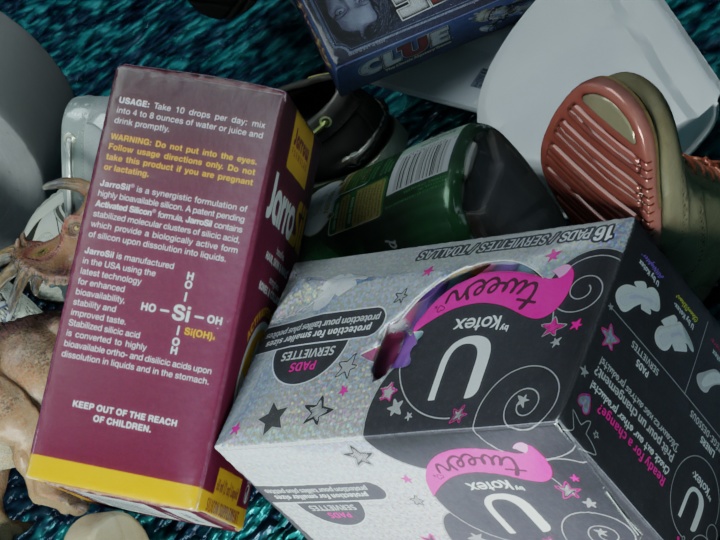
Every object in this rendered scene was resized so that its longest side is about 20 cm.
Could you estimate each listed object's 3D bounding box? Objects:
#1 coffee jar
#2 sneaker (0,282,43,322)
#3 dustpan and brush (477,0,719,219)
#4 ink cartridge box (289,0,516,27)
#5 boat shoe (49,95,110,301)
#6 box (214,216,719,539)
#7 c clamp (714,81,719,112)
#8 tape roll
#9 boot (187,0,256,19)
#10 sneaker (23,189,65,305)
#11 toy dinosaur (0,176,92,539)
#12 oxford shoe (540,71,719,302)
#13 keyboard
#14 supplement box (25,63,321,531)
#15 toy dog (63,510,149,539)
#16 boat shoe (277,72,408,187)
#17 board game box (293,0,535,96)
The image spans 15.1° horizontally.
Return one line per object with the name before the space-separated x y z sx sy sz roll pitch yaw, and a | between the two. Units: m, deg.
coffee jar | 0.000 0.000 1.387 0.200 0.104 0.085 -17 38 34
sneaker | -0.247 0.012 1.597 0.200 0.085 0.077 33 67 28
dustpan and brush | 0.089 -0.064 1.414 0.200 0.057 0.140 -35 50 8
ink cartridge box | 0.050 -0.195 1.589 0.200 0.068 0.115 10 60 50
boat shoe | -0.129 -0.008 1.452 0.071 0.201 0.070 15 37 18
box | 0.057 0.067 1.222 0.200 0.132 0.115 -8 47 40
c clamp | 0.230 -0.072 1.301 0.171 0.027 0.200 -37 34 9
tape roll | -0.279 -0.095 1.697 0.200 0.200 0.066 -14 42 36
boot | -0.043 -0.242 1.625 0.200 0.068 0.131 -38 27 7
sneaker | -0.129 -0.005 1.552 0.200 0.076 0.088 -15 42 37
toy dinosaur | -0.172 0.053 1.375 0.200 0.136 0.086 -42 12 -23
oxford shoe | 0.131 -0.037 1.224 0.075 0.200 0.070 -37 65 -14
keyboard | 0.076 -0.108 1.484 0.200 0.011 0.056 18 70 40
supplement box | -0.085 0.015 1.293 0.085 0.110 0.201 10 82 10
toy dog | -0.144 0.217 1.325 0.132 0.096 0.201 10 74 47
boat shoe | -0.067 -0.071 1.576 0.201 0.061 0.072 -13 41 36
board game box | 0.052 -0.195 1.503 0.199 0.035 0.136 -24 67 -7
